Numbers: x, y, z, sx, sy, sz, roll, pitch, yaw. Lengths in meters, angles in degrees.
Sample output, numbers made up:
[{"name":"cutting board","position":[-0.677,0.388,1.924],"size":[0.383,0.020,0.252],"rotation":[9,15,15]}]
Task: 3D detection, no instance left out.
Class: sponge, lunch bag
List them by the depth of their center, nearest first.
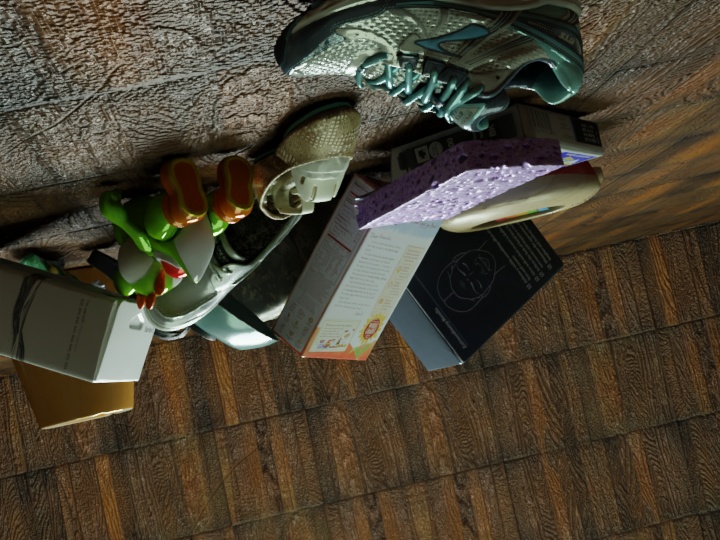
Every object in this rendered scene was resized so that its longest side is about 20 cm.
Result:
[{"name":"sponge","position":[0.088,-0.081,1.168],"size":[0.110,0.030,0.199],"rotation":[-7,170,-31]},{"name":"lunch bag","position":[-0.050,-0.018,1.504],"size":[0.198,0.119,0.163],"rotation":[-19,176,-40]}]

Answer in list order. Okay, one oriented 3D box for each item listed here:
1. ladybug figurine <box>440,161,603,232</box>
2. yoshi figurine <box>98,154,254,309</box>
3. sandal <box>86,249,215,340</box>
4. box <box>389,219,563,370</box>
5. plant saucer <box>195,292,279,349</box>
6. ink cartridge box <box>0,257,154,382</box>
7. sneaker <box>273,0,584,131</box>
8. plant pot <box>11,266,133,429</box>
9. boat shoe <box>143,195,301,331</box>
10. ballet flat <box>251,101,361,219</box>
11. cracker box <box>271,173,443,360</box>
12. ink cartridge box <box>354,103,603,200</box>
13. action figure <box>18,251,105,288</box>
[{"name":"ladybug figurine","position":[0.181,-0.097,1.426],"size":[0.197,0.073,0.136],"rotation":[-13,174,12]},{"name":"yoshi figurine","position":[-0.177,-0.048,1.117],"size":[0.200,0.112,0.113],"rotation":[-39,-165,48]},{"name":"sandal","position":[-0.238,0.041,1.399],"size":[0.199,0.048,0.075],"rotation":[29,178,30]},{"name":"box","position":[0.128,0.004,1.551],"size":[0.199,0.149,0.107],"rotation":[-40,-174,-23]},{"name":"plant saucer","position":[-0.177,0.028,1.333],"size":[0.036,0.199,0.200],"rotation":[-52,173,1]},{"name":"ink cartridge box","position":[-0.318,0.045,1.223],"size":[0.197,0.085,0.145],"rotation":[16,178,8]},{"name":"sneaker","position":[0.048,-0.124,0.711],"size":[0.197,0.088,0.078],"rotation":[-11,174,-20]},{"name":"plant pot","position":[-0.378,0.105,1.626],"size":[0.197,0.186,0.200],"rotation":[-12,175,-1]},{"name":"boat shoe","position":[-0.132,-0.021,1.197],"size":[0.201,0.070,0.071],"rotation":[-43,-177,-11]},{"name":"ballet flat","position":[-0.043,-0.085,1.043],"size":[0.069,0.066,0.200],"rotation":[-10,174,-19]},{"name":"cracker box","position":[0.000,0.000,1.370],"size":[0.057,0.202,0.133],"rotation":[37,-165,30]},{"name":"ink cartridge box","position":[0.120,-0.113,1.253],"size":[0.198,0.044,0.197],"rotation":[-17,172,31]},{"name":"action figure","position":[-0.335,0.020,1.413],"size":[0.117,0.055,0.200],"rotation":[30,174,20]}]
